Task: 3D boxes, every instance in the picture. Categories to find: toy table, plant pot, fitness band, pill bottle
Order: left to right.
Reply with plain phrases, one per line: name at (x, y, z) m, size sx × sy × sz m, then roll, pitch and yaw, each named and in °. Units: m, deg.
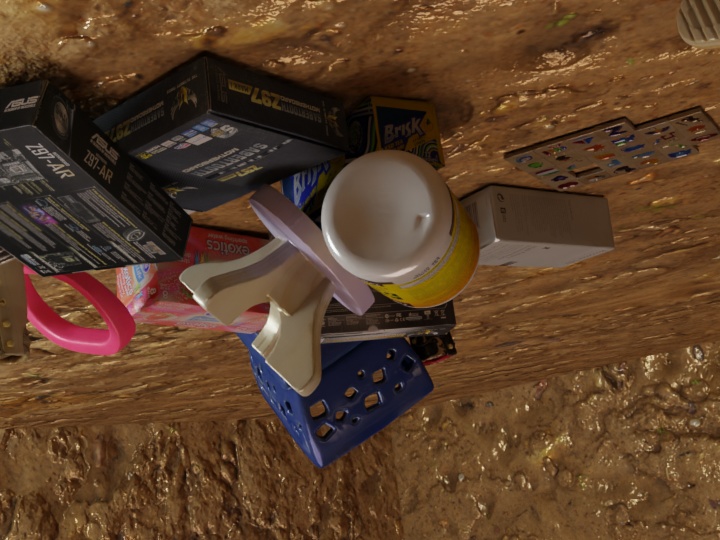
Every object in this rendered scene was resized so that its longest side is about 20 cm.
fitness band at (-0.343, 0.035, 1.157) m, size 0.200 × 0.037 × 0.144 m, roll 2°, pitch 132°, yaw 42°
toy table at (-0.076, 0.018, 0.928) m, size 0.117 × 0.184 × 0.200 m, roll -48°, pitch 140°, yaw -6°
plant pot at (-0.047, 0.109, 1.344) m, size 0.200 × 0.200 × 0.180 m, roll -34°, pitch 130°, yaw -13°
pill bottle at (0.044, -0.028, 0.874) m, size 0.109 × 0.110 × 0.200 m, roll -10°, pitch 166°, yaw 14°

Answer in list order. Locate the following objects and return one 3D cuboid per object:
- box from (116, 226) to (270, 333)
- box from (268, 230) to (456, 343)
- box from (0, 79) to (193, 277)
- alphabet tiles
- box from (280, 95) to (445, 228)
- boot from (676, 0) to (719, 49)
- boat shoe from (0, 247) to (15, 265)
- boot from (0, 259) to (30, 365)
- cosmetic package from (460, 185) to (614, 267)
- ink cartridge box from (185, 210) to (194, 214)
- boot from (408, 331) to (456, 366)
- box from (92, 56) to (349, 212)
box at (-0.186, 0.013, 1.201) m, size 0.200 × 0.103 × 0.095 m, roll 11°, pitch 158°, yaw -42°
box at (0.000, 0.000, 1.137) m, size 0.200 × 0.159 × 0.048 m, roll -4°, pitch 164°, yaw -14°
box at (-0.259, -0.066, 0.813) m, size 0.160 × 0.044 × 0.200 m, roll -7°, pitch 149°, yaw 25°
alphabet tiles at (0.277, -0.130, 1.064) m, size 0.200 × 0.008 × 0.167 m, roll -15°, pitch 164°, yaw 30°
box at (-0.005, -0.095, 0.943) m, size 0.070 × 0.064 × 0.200 m, roll 0°, pitch 164°, yaw -29°
boot at (0.344, -0.194, 0.688) m, size 0.166 × 0.073 × 0.200 m, roll 8°, pitch 157°, yaw -41°
boat shoe at (-0.403, -0.044, 0.885) m, size 0.200 × 0.067 × 0.057 m, roll 10°, pitch 163°, yaw -1°
boot at (-0.386, 0.014, 1.003) m, size 0.073 × 0.156 × 0.200 m, roll -6°, pitch 166°, yaw -3°
cosmetic package at (0.207, -0.050, 1.221) m, size 0.200 × 0.074 × 0.102 m, roll 3°, pitch 164°, yaw -33°
ink cartridge box at (-0.246, -0.079, 0.952) m, size 0.095 × 0.037 × 0.200 m, roll -18°, pitch 165°, yaw 41°
boot at (0.086, 0.051, 1.393) m, size 0.073 × 0.151 × 0.200 m, roll -15°, pitch 168°, yaw -2°
box at (-0.134, -0.108, 0.852) m, size 0.200 × 0.051 × 0.158 m, roll -16°, pitch 164°, yaw 38°
